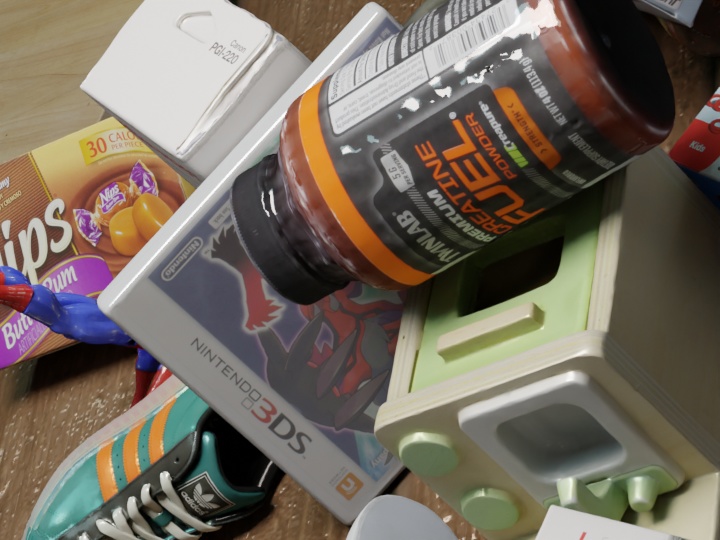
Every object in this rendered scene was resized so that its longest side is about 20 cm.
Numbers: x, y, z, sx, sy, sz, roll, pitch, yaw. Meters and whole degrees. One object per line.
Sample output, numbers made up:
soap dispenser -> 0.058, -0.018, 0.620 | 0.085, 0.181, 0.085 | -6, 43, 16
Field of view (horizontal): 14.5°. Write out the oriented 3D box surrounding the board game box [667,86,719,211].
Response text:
board game box -> 0.267, -0.088, 1.298 | 0.196, 0.056, 0.200 | -52, 33, -7

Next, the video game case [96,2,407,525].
video game case -> 0.000, 0.000, 1.397 | 0.200, 0.182, 0.023 | -48, 26, -1

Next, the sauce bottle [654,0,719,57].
sauce bottle -> 0.161, -0.182, 1.518 | 0.066, 0.066, 0.200 | -42, 31, 8

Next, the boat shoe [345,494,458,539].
boat shoe -> 0.017, 0.191, 1.291 | 0.066, 0.070, 0.201 | -55, 30, 33

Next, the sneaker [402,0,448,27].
sneaker -> 0.061, -0.087, 1.521 | 0.076, 0.115, 0.199 | -32, -2, -22

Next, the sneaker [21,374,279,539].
sneaker -> -0.100, 0.112, 1.497 | 0.200, 0.071, 0.080 | -45, 28, 0

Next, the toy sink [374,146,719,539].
toy sink -> 0.092, 0.052, 1.301 | 0.130, 0.112, 0.201 | -22, 40, 35

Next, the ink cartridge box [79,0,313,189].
ink cartridge box -> -0.032, -0.052, 1.473 | 0.085, 0.200, 0.146 | -49, 32, -4

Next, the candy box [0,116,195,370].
candy box -> -0.158, -0.021, 1.662 | 0.199, 0.117, 0.056 | -18, 0, 36

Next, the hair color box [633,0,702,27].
hair color box -> 0.098, -0.186, 1.456 | 0.061, 0.099, 0.200 | -66, 26, 5

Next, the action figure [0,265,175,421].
action figure -> -0.147, 0.052, 1.538 | 0.065, 0.199, 0.099 | 27, 107, 53

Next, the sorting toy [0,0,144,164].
sorting toy -> -0.191, -0.103, 1.834 | 0.199, 0.070, 0.199 | -10, 48, 44

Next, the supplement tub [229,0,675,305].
supplement tub -> 0.038, -0.059, 1.293 | 0.200, 0.107, 0.107 | -31, 36, 24

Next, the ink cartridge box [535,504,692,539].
ink cartridge box -> 0.114, 0.170, 1.149 | 0.199, 0.067, 0.116 | 11, 63, 37
